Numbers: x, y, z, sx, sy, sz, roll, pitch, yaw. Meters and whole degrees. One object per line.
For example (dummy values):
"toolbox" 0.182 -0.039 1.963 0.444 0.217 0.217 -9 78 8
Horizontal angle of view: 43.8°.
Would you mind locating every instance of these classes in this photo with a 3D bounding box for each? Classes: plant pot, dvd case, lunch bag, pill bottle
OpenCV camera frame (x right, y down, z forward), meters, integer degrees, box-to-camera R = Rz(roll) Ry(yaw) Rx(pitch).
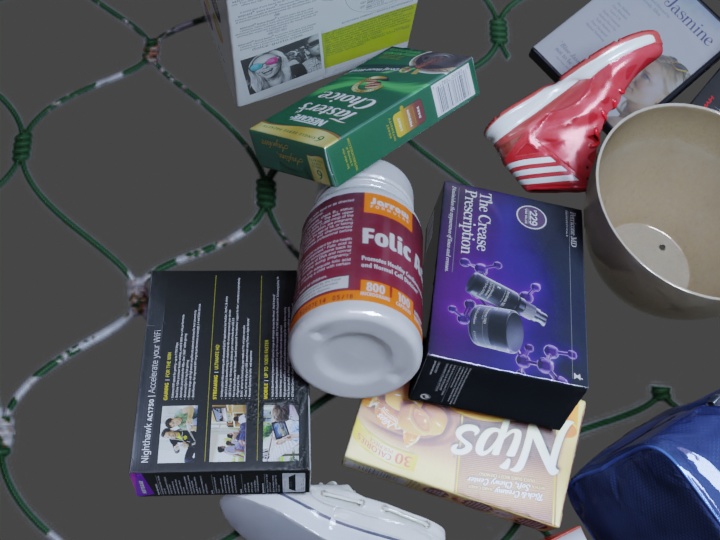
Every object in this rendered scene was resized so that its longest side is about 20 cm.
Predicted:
"plant pot" 0.293 -0.034 0.841 0.197 0.135 0.203 3 62 -6
"dvd case" 0.301 -0.245 0.980 0.199 0.018 0.143 -39 78 -15
"lunch bag" 0.286 0.180 0.739 0.131 0.200 0.137 -27 77 -26
"pill bottle" 0.000 0.000 0.795 0.112 0.115 0.202 6 47 -3

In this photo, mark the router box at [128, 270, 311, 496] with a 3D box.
"router box" -0.117 0.093 0.789 0.147 0.051 0.202 0 54 -4

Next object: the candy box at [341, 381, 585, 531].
"candy box" 0.093 0.148 0.813 0.198 0.055 0.117 18 71 1

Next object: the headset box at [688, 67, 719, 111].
"headset box" 0.429 -0.124 0.919 0.200 0.077 0.149 41 73 11

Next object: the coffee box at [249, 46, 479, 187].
"coffee box" 0.006 -0.152 0.856 0.199 0.044 0.122 -35 36 -27

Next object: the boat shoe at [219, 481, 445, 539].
"boat shoe" -0.022 0.217 0.777 0.197 0.073 0.066 13 40 13

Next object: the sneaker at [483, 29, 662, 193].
"sneaker" 0.236 -0.148 0.910 0.199 0.078 0.116 -31 86 10

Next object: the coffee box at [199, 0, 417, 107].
"coffee box" -0.065 -0.321 0.880 0.198 0.198 0.202 -19 74 -10

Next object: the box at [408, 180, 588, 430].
"box" 0.127 0.027 0.812 0.139 0.079 0.202 13 51 -5

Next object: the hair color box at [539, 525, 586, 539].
"hair color box" 0.115 0.302 0.743 0.198 0.061 0.102 -17 73 -22
